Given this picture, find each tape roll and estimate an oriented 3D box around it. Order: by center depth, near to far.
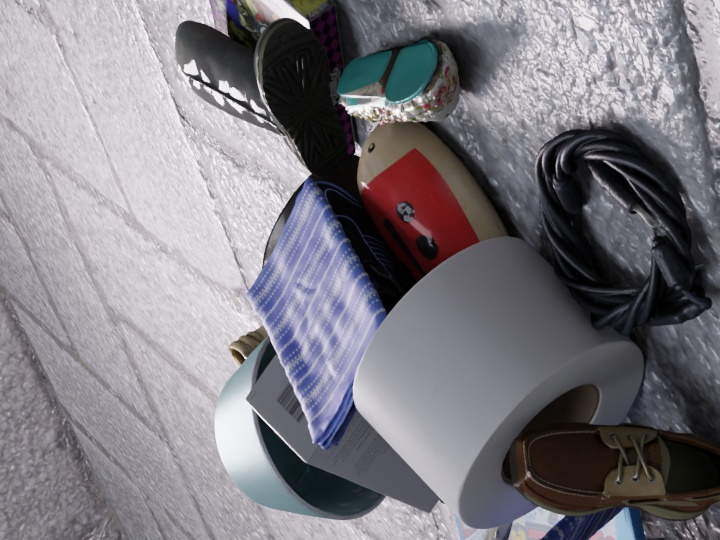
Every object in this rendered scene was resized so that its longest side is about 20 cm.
[{"bbox_3d":[0.113,0.092,1.624,0.139,0.202,0.203,45,159,28],"label":"tape roll"}]

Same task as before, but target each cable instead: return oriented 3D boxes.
[{"bbox_3d":[0.181,-0.028,1.491,0.164,0.051,0.200,59,162,-9],"label":"cable"}]

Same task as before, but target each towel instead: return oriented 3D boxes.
[{"bbox_3d":[0.170,0.221,1.673,0.024,0.200,0.145,47,159,15],"label":"towel"},{"bbox_3d":[-0.038,0.037,1.708,0.145,0.024,0.200,-62,40,33],"label":"towel"}]

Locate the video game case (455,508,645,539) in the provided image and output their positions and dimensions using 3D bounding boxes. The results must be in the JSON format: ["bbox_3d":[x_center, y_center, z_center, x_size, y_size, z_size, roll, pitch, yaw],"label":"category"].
[{"bbox_3d":[0.184,0.280,1.848,0.200,0.018,0.144,-10,94,40],"label":"video game case"}]

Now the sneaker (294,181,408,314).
[{"bbox_3d":[0.000,0.000,1.734,0.200,0.070,0.078,58,179,17],"label":"sneaker"}]

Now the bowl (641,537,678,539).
[{"bbox_3d":[0.287,0.298,1.702,0.201,0.094,0.201,48,159,25],"label":"bowl"}]

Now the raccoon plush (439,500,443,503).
[{"bbox_3d":[0.109,0.150,1.976,0.134,0.096,0.201,-158,67,-82],"label":"raccoon plush"}]

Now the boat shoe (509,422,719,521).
[{"bbox_3d":[0.211,0.149,1.550,0.074,0.199,0.076,-35,56,52],"label":"boat shoe"}]

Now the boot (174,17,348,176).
[{"bbox_3d":[-0.101,-0.187,1.804,0.200,0.072,0.182,45,157,42],"label":"boot"}]

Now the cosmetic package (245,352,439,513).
[{"bbox_3d":[0.002,0.141,1.821,0.108,0.085,0.200,41,-171,39],"label":"cosmetic package"}]

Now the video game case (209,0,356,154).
[{"bbox_3d":[-0.078,-0.216,1.842,0.181,0.036,0.200,44,158,31],"label":"video game case"}]

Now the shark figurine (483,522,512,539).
[{"bbox_3d":[0.098,0.206,1.728,0.090,0.128,0.215,114,155,-45],"label":"shark figurine"}]

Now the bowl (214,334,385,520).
[{"bbox_3d":[-0.065,0.156,1.941,0.105,0.201,0.201,-23,102,40],"label":"bowl"}]

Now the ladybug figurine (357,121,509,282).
[{"bbox_3d":[0.064,-0.042,1.725,0.200,0.072,0.136,53,161,9],"label":"ladybug figurine"}]

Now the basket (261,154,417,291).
[{"bbox_3d":[0.024,0.019,1.838,0.200,0.136,0.181,41,142,25],"label":"basket"}]

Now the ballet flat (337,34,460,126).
[{"bbox_3d":[0.045,-0.150,1.628,0.064,0.076,0.200,29,175,-21],"label":"ballet flat"}]

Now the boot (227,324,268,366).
[{"bbox_3d":[-0.034,0.083,2.042,0.200,0.155,0.073,34,152,48],"label":"boot"}]
